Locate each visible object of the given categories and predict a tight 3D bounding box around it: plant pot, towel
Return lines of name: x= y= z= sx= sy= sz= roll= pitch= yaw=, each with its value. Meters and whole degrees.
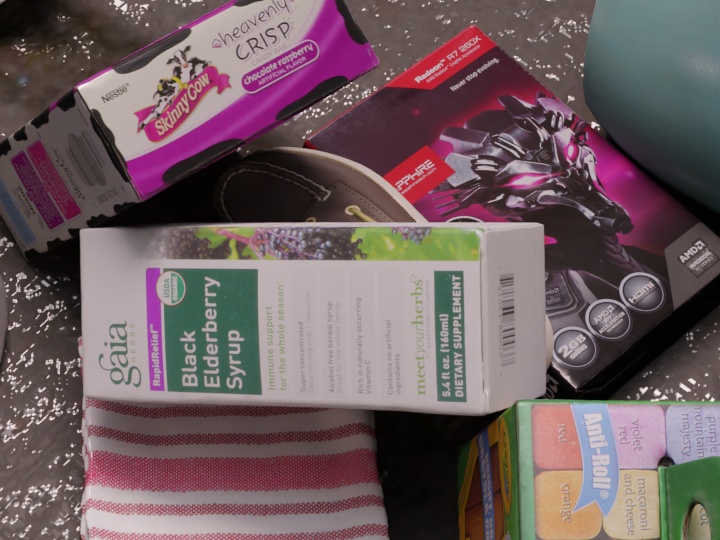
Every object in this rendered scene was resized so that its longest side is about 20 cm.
plant pot: x=0.209 y=-0.117 z=1.084 sx=0.161 sy=0.201 sz=0.201 roll=19 pitch=56 yaw=19
towel: x=-0.059 y=0.110 z=0.997 sx=0.146 sy=0.030 sz=0.200 roll=-1 pitch=57 yaw=-8

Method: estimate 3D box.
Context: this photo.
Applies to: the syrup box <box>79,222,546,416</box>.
syrup box: x=-0.023 y=0.018 z=0.943 sx=0.200 sy=0.081 sz=0.079 roll=1 pitch=94 yaw=24

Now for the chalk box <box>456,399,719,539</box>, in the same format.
chalk box: x=0.115 y=0.121 z=0.889 sx=0.124 sy=0.200 sz=0.125 roll=1 pitch=77 yaw=-5

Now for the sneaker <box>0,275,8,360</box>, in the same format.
sneaker: x=-0.227 y=0.080 z=0.984 sx=0.088 sy=0.075 sz=0.200 roll=1 pitch=50 yaw=10

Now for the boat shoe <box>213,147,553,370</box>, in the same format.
boat shoe: x=0.000 y=0.000 z=1.033 sx=0.200 sy=0.072 sz=0.059 roll=35 pitch=26 yaw=25

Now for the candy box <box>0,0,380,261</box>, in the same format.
candy box: x=-0.094 y=-0.073 z=1.012 sx=0.136 sy=0.200 sz=0.061 roll=-32 pitch=95 yaw=-24

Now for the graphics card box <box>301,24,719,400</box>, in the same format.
graphics card box: x=0.079 y=-0.025 z=1.088 sx=0.125 sy=0.051 sz=0.200 roll=-35 pitch=67 yaw=-25

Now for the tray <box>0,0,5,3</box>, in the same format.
tray: x=-0.214 y=-0.227 z=1.168 sx=0.107 sy=0.022 sz=0.200 roll=-29 pitch=55 yaw=24
